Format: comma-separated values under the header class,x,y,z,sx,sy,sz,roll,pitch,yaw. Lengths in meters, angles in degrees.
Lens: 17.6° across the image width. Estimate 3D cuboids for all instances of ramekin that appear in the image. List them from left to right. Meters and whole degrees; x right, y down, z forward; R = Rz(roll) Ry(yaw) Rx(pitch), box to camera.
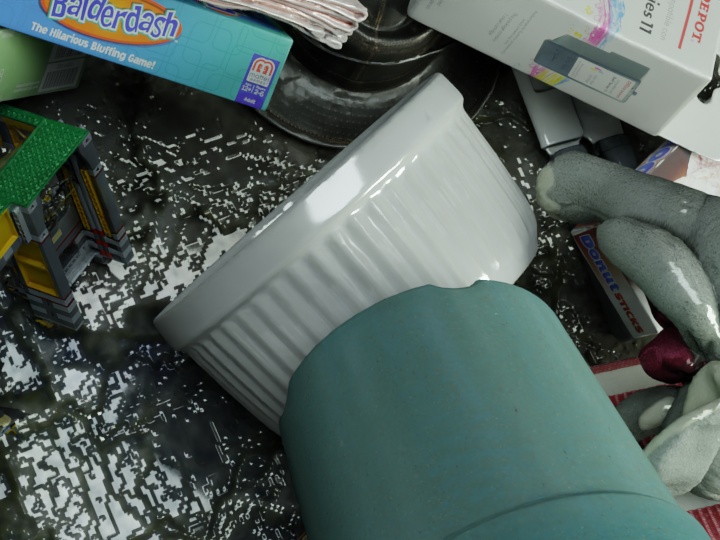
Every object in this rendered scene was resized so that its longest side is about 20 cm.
class,x,y,z,sx,sy,sz,roll,pitch,yaw
ramekin,0.000,0.000,1.210,0.200,0.200,0.105,-43,95,-21

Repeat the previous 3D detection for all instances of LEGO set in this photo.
class,x,y,z,sx,sy,sz,roll,pitch,yaw
LEGO set,-0.214,0.001,1.221,0.154,0.116,0.200,10,52,21

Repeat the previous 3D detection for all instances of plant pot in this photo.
class,x,y,z,sx,sy,sz,roll,pitch,yaw
plant pot,0.059,0.123,1.075,0.200,0.200,0.196,-10,48,-16

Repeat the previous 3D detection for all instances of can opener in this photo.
class,x,y,z,sx,sy,sz,roll,pitch,yaw
can opener,0.139,-0.062,1.325,0.053,0.067,0.200,-16,76,-17

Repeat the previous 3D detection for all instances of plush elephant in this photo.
class,x,y,z,sx,sy,sz,roll,pitch,yaw
plush elephant,0.183,0.047,1.183,0.165,0.200,0.155,21,89,-37

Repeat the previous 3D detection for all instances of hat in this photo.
class,x,y,z,sx,sy,sz,roll,pitch,yaw
hat,0.007,-0.172,1.325,0.200,0.081,0.201,4,71,-10

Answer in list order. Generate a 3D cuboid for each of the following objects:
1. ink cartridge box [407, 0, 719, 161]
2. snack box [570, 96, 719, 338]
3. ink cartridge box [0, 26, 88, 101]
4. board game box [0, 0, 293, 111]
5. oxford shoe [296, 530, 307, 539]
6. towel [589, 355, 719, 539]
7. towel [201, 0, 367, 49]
class,x,y,z,sx,sy,sz,roll,pitch,yaw
ink cartridge box,0.138,-0.155,1.282,0.200,0.067,0.117,25,56,-11
snack box,0.197,-0.046,1.319,0.200,0.024,0.072,-42,106,-36
ink cartridge box,-0.256,-0.150,1.231,0.200,0.146,0.048,24,105,12
board game box,-0.151,-0.153,1.223,0.200,0.152,0.045,17,105,-26
oxford shoe,0.011,0.143,1.218,0.071,0.074,0.200,36,78,-1
towel,0.201,0.123,1.218,0.144,0.023,0.200,-11,54,-10
towel,-0.116,-0.182,1.221,0.191,0.200,0.032,14,109,-33
